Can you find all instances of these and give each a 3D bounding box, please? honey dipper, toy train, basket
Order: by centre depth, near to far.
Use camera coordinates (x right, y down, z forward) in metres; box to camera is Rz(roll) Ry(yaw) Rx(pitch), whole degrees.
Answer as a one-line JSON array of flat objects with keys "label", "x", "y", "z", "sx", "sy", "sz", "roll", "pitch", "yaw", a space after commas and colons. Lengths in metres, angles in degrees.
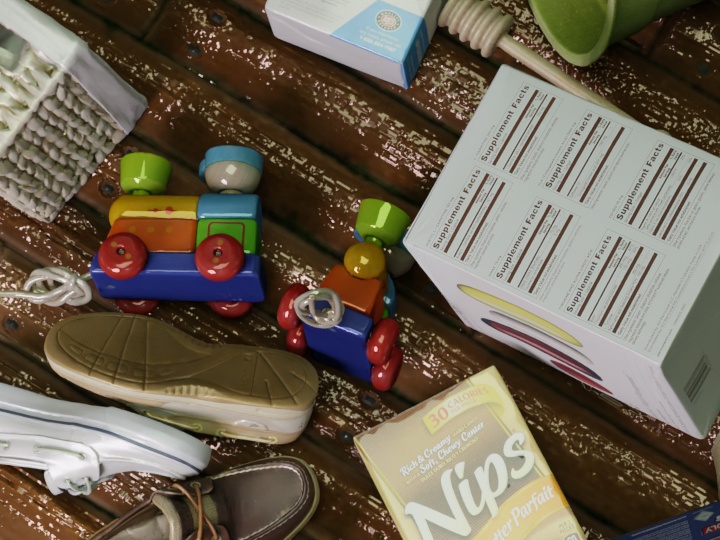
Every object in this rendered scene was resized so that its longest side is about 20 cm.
[{"label": "toy train", "x": 0.000, "y": 0.000, "z": 1.641, "sx": 0.085, "sy": 0.200, "sz": 0.116, "roll": 21, "pitch": 74, "yaw": 10}, {"label": "basket", "x": -0.258, "y": -0.126, "z": 1.696, "sx": 0.135, "sy": 0.200, "sz": 0.123, "roll": 34, "pitch": 88, "yaw": 12}, {"label": "toy train", "x": -0.167, "y": -0.034, "z": 1.719, "sx": 0.200, "sy": 0.085, "sz": 0.116, "roll": 1, "pitch": 66, "yaw": 5}, {"label": "honey dipper", "x": 0.148, "y": -0.144, "z": 1.745, "sx": 0.200, "sy": 0.038, "sz": 0.038, "roll": 35, "pitch": 82, "yaw": 10}]

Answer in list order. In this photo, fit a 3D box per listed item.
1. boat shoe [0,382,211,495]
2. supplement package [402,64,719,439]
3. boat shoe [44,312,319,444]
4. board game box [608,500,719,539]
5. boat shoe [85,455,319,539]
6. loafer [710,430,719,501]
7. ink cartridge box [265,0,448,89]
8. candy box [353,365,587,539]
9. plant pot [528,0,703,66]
[{"label": "boat shoe", "x": -0.205, "y": 0.132, "z": 1.694, "sx": 0.200, "sy": 0.074, "sz": 0.067, "roll": 12, "pitch": 75, "yaw": 20}, {"label": "supplement package", "x": 0.167, "y": -0.010, "z": 1.614, "sx": 0.200, "sy": 0.191, "sz": 0.147, "roll": 26, "pitch": 80, "yaw": 24}, {"label": "boat shoe", "x": -0.131, "y": 0.086, "z": 1.695, "sx": 0.200, "sy": 0.069, "sz": 0.074, "roll": 13, "pitch": 46, "yaw": 5}, {"label": "board game box", "x": 0.221, "y": 0.269, "z": 1.581, "sx": 0.200, "sy": 0.062, "sz": 0.200, "roll": -21, "pitch": 111, "yaw": 9}, {"label": "boat shoe", "x": -0.125, "y": 0.185, "z": 1.669, "sx": 0.200, "sy": 0.072, "sz": 0.072, "roll": -20, "pitch": 76, "yaw": 0}, {"label": "loafer", "x": 0.275, "y": 0.145, "z": 1.649, "sx": 0.067, "sy": 0.076, "sz": 0.200, "roll": 19, "pitch": 70, "yaw": 12}, {"label": "ink cartridge box", "x": 0.023, "y": -0.253, "z": 1.765, "sx": 0.115, "sy": 0.068, "sz": 0.200, "roll": 23, "pitch": 80, "yaw": 10}, {"label": "candy box", "x": 0.091, "y": 0.183, "z": 1.660, "sx": 0.115, "sy": 0.055, "sz": 0.200, "roll": -27, "pitch": 77, "yaw": -2}, {"label": "plant pot", "x": 0.227, "y": -0.266, "z": 1.700, "sx": 0.190, "sy": 0.200, "sz": 0.200, "roll": -14, "pitch": 75, "yaw": -13}]
